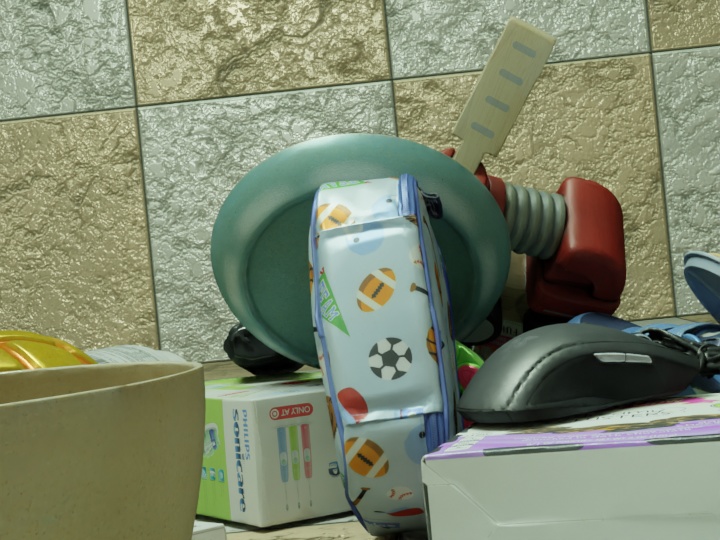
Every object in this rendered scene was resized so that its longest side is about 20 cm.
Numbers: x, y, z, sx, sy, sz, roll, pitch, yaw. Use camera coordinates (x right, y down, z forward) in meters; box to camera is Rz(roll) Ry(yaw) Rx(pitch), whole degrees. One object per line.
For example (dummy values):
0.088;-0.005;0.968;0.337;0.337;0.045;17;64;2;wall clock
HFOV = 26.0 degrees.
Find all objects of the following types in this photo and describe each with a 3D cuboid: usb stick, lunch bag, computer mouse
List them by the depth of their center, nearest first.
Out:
0.128;0.049;0.882;0.198;0.047;0.140;-6;1;-25;computer mouse
0.021;0.048;0.912;0.075;0.202;0.160;-7;-23;8;lunch bag
-0.069;0.060;1.182;0.055;0.033;0.200;-10;-7;-1;usb stick

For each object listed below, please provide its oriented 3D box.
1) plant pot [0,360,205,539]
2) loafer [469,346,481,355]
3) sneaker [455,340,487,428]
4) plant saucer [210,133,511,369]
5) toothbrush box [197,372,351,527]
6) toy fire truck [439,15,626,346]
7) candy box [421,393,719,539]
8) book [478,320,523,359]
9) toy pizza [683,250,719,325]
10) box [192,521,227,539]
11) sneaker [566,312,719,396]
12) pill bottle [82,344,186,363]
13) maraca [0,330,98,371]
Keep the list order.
-0.142;0.107;0.495;0.198;0.136;0.200;-6;1;0;plant pot
0.064;0.072;1.195;0.069;0.070;0.200;-16;-48;42;loafer
0.099;0.101;1.003;0.199;0.077;0.084;23;-5;19;sneaker
0.000;0.000;1.021;0.198;0.201;0.028;-6;41;6;plant saucer
-0.057;0.120;1.101;0.144;0.087;0.199;-5;1;-31;toothbrush box
0.107;-0.051;1.057;0.174;0.130;0.200;12;-35;-12;toy fire truck
0.133;0.109;0.792;0.166;0.072;0.200;-6;0;14;candy box
0.113;0.056;1.246;0.132;0.048;0.201;15;-32;15;book
0.280;0.049;0.951;0.032;0.200;0.200;-48;2;-2;toy pizza
-0.187;0.160;0.805;0.199;0.037;0.144;-4;-1;-44;box
0.210;0.063;0.996;0.074;0.083;0.199;-17;33;-37;sneaker
-0.200;0.119;1.255;0.112;0.115;0.200;-6;0;16;pill bottle
-0.183;0.091;0.756;0.136;0.108;0.200;-3;14;12;maraca
